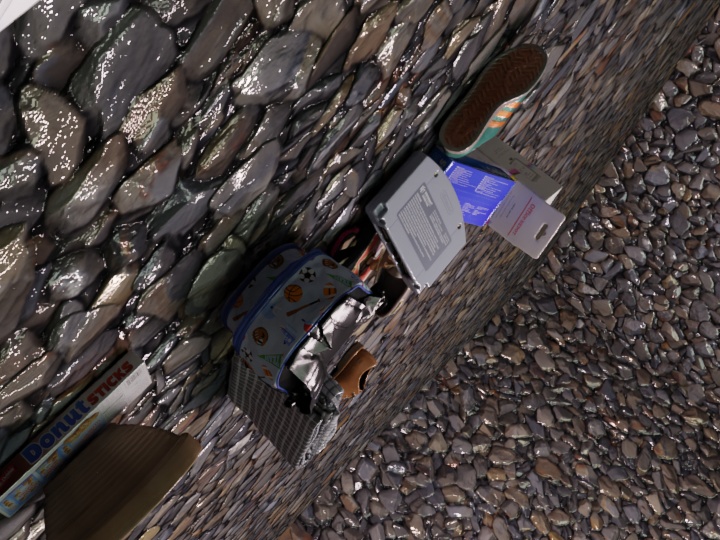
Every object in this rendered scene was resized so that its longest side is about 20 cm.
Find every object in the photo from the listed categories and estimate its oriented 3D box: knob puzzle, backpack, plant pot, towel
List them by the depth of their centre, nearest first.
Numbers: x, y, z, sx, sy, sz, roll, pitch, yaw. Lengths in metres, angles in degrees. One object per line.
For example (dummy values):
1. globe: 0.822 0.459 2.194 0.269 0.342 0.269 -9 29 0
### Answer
1. plant pot: -0.275 0.232 1.022 0.201 0.093 0.201 -43 -177 3
2. backpack: -0.073 0.055 1.128 0.200 0.154 0.191 -55 176 -7
3. towel: -0.110 0.180 1.325 0.086 0.166 0.200 -36 162 -27
4. knob puzzle: 0.000 0.000 1.479 0.220 0.030 0.220 -47 166 -15

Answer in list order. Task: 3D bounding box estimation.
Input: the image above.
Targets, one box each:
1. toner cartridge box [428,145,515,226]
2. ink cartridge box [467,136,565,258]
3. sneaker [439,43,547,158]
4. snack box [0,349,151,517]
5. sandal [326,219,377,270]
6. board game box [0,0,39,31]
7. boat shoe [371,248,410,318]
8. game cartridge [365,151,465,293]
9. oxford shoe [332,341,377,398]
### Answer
1. toner cartridge box: 0.158 -0.130 1.477 0.200 0.043 0.095 9 121 -53
2. ink cartridge box: 0.261 -0.127 1.610 0.067 0.200 0.117 -37 162 -43
3. sneaker: 0.189 -0.244 1.360 0.200 0.071 0.080 -45 171 1
4. snack box: -0.299 0.168 0.968 0.200 0.024 0.072 -45 168 -21
5. sandal: -0.017 -0.032 1.329 0.075 0.045 0.200 -54 -178 42
6. board game box: -0.179 -0.176 0.389 0.126 0.035 0.200 -46 166 -19
7. boat shoe: 0.062 -0.006 1.467 0.060 0.072 0.200 -56 171 -46
8. game cartridge: 0.088 -0.073 1.363 0.133 0.040 0.200 -46 138 -15
9. oxford shoe: -0.035 0.245 1.957 0.200 0.071 0.071 -55 167 28
